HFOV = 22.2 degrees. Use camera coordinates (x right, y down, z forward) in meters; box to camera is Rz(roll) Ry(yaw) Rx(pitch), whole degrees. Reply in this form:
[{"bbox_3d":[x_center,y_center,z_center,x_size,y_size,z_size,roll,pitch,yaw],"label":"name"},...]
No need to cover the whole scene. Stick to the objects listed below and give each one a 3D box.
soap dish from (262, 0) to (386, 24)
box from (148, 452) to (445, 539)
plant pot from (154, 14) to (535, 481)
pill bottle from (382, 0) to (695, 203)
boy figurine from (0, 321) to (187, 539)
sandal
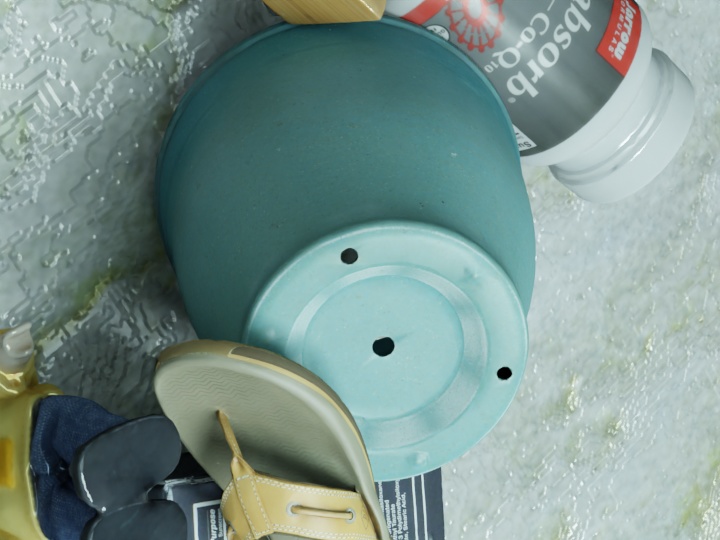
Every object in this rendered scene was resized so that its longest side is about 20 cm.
[{"bbox_3d":[-0.058,-0.229,0.910,0.200,0.081,0.158,38,43,-30],"label":"soap dish"},{"bbox_3d":[-0.060,0.192,0.939,0.197,0.123,0.202,-2,89,-49],"label":"box"},{"bbox_3d":[0.000,0.000,0.906,0.198,0.188,0.202,-3,118,-6],"label":"plant pot"},{"bbox_3d":[0.090,-0.131,1.026,0.200,0.116,0.116,37,78,-30],"label":"pill bottle"},{"bbox_3d":[-0.162,0.084,0.854,0.064,0.199,0.126,-14,106,-44],"label":"boy figurine"},{"bbox_3d":[-0.030,0.114,0.826,0.054,0.080,0.201,-69,141,-54],"label":"sandal"}]
